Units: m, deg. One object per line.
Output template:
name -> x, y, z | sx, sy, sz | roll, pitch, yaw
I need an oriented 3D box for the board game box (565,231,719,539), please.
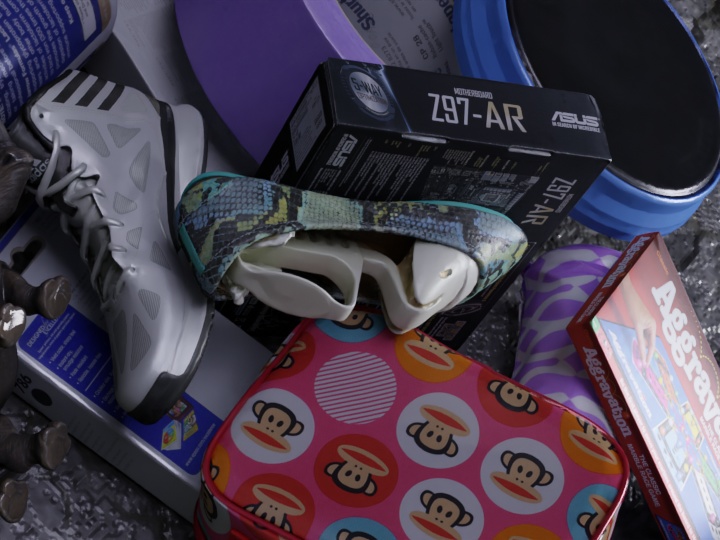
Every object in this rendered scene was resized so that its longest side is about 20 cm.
board game box -> 0.183, 0.090, 1.171 | 0.103, 0.019, 0.201 | -47, 117, -48

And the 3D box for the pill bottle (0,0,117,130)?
pill bottle -> -0.226, -0.109, 1.084 | 0.115, 0.116, 0.200 | 38, 53, -2

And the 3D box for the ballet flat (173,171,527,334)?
ballet flat -> 0.000, 0.000, 1.037 | 0.198, 0.074, 0.075 | 5, 61, -24

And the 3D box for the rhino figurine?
rhino figurine -> -0.191, 0.018, 1.011 | 0.060, 0.087, 0.202 | -8, 102, -56

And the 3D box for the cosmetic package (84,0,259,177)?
cosmetic package -> -0.115, -0.129, 1.191 | 0.082, 0.051, 0.201 | -23, 75, -35

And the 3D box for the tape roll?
tape roll -> -0.006, -0.129, 1.178 | 0.199, 0.085, 0.201 | 37, 34, -30

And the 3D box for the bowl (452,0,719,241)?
bowl -> 0.142, -0.115, 1.217 | 0.200, 0.039, 0.202 | 25, 48, -31

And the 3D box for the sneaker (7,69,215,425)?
sneaker -> -0.140, -0.019, 1.045 | 0.115, 0.076, 0.202 | 21, 45, -29

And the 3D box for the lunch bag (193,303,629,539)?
lunch bag -> 0.020, 0.123, 1.026 | 0.199, 0.082, 0.176 | 28, 51, 13

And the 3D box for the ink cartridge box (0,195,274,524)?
ink cartridge box -> -0.118, 0.051, 1.096 | 0.199, 0.039, 0.100 | 38, 53, -4

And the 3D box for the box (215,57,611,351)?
box -> 0.019, -0.028, 1.107 | 0.159, 0.200, 0.044 | 5, 56, -23

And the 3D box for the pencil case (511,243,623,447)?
pencil case -> 0.113, 0.077, 1.170 | 0.085, 0.084, 0.201 | 9, 54, 11
